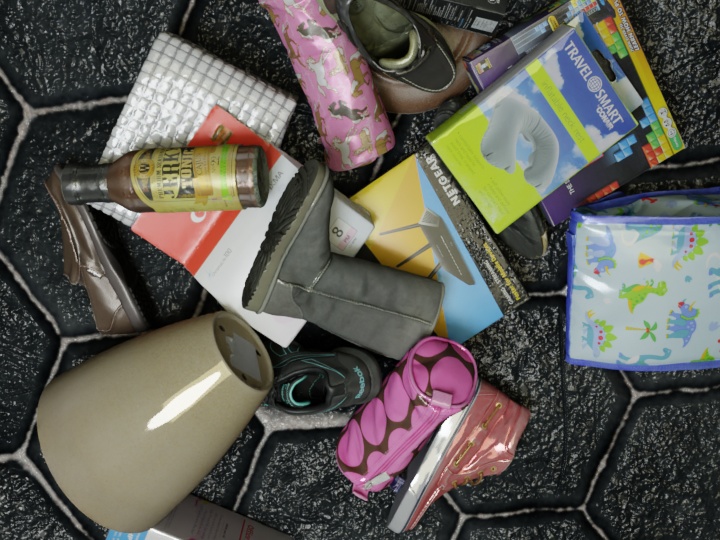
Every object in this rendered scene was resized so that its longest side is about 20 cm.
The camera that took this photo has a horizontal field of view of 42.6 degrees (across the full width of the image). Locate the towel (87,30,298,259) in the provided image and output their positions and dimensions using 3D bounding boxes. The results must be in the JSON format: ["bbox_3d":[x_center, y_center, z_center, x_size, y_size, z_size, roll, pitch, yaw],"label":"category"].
[{"bbox_3d":[-0.176,-0.127,0.975,0.164,0.086,0.202,25,103,-12],"label":"towel"}]

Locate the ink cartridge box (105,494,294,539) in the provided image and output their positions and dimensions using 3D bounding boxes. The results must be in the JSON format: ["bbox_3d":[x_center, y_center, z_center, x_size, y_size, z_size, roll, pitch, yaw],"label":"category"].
[{"bbox_3d":[-0.178,0.312,1.028,0.197,0.115,0.069,23,99,-4],"label":"ink cartridge box"}]

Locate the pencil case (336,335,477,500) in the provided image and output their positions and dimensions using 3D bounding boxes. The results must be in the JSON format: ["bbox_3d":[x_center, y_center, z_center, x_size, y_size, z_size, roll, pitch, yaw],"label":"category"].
[{"bbox_3d":[0.046,0.158,0.974,0.090,0.094,0.201,29,132,-3],"label":"pencil case"}]

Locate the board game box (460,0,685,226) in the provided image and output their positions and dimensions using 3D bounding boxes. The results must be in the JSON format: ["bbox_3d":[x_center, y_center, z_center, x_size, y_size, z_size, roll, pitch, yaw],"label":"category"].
[{"bbox_3d":[0.223,-0.176,0.969,0.164,0.057,0.202,-31,108,3],"label":"board game box"}]

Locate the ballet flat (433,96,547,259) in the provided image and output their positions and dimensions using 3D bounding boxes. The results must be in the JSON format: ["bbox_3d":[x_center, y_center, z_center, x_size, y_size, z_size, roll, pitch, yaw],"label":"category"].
[{"bbox_3d":[0.148,-0.101,0.998,0.066,0.057,0.201,-20,108,45],"label":"ballet flat"}]

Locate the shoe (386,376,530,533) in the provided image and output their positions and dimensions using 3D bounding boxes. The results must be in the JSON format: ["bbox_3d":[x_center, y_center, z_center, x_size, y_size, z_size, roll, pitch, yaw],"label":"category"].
[{"bbox_3d":[0.110,0.221,1.039,0.090,0.071,0.202,28,94,-2],"label":"shoe"}]

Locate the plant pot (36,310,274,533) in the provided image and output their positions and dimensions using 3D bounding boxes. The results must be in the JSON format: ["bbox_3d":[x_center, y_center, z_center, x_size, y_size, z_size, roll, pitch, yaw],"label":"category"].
[{"bbox_3d":[-0.190,0.135,0.943,0.199,0.188,0.188,-34,98,18],"label":"plant pot"}]

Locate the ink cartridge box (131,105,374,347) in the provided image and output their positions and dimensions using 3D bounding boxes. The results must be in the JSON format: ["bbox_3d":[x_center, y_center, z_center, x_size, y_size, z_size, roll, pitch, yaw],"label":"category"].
[{"bbox_3d":[-0.109,-0.041,0.941,0.199,0.057,0.163,34,101,-22],"label":"ink cartridge box"}]

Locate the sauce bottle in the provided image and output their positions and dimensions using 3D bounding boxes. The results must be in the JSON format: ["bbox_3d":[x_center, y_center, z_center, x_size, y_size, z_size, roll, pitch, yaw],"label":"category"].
[{"bbox_3d":[-0.190,-0.086,0.896,0.196,0.065,0.066,-4,99,6],"label":"sauce bottle"}]

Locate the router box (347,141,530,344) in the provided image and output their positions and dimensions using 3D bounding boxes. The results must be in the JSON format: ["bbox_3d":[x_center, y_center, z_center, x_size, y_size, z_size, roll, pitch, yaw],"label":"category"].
[{"bbox_3d":[0.071,-0.017,1.009,0.148,0.051,0.201,-33,97,7],"label":"router box"}]

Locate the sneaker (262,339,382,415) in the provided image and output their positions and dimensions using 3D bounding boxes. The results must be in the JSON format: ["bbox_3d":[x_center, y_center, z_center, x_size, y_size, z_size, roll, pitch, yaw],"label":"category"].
[{"bbox_3d":[-0.074,0.114,0.980,0.198,0.079,0.077,-8,96,37],"label":"sneaker"}]

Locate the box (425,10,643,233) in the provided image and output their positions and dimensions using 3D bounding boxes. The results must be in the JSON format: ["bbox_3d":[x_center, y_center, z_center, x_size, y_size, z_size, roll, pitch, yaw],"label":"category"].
[{"bbox_3d":[0.179,-0.147,0.921,0.199,0.048,0.122,-38,106,8],"label":"box"}]

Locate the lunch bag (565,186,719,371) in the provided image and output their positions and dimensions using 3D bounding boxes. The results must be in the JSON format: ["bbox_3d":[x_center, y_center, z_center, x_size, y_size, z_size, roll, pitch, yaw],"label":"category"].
[{"bbox_3d":[0.310,0.010,0.971,0.196,0.128,0.173,-6,109,-9],"label":"lunch bag"}]

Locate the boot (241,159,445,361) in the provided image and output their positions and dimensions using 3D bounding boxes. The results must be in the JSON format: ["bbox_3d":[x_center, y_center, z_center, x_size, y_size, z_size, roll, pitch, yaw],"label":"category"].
[{"bbox_3d":[0.000,-0.002,0.913,0.197,0.073,0.183,19,121,-19],"label":"boot"}]

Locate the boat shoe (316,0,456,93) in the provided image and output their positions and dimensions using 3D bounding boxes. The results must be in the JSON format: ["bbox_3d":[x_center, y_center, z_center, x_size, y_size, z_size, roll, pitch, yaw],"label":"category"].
[{"bbox_3d":[0.032,-0.218,0.885,0.072,0.067,0.200,-39,140,19],"label":"boat shoe"}]

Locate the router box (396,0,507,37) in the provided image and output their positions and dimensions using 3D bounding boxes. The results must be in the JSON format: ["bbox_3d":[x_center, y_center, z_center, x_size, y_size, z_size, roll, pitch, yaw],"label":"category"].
[{"bbox_3d":[0.085,-0.353,0.923,0.147,0.062,0.204,12,82,-3],"label":"router box"}]

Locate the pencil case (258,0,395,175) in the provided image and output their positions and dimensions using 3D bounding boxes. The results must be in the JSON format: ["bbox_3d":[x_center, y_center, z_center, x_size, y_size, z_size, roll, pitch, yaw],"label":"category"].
[{"bbox_3d":[-0.032,-0.203,0.944,0.085,0.083,0.202,-14,113,19],"label":"pencil case"}]

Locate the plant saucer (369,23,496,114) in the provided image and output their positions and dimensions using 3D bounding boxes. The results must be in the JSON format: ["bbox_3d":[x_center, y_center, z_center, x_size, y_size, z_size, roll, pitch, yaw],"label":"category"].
[{"bbox_3d":[0.050,-0.269,0.979,0.197,0.037,0.204,0,99,0],"label":"plant saucer"}]

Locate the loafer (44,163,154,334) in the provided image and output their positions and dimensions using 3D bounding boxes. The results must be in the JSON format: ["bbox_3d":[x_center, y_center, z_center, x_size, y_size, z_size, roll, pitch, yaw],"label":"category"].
[{"bbox_3d":[-0.295,-0.016,0.996,0.070,0.073,0.203,-23,98,3],"label":"loafer"}]
